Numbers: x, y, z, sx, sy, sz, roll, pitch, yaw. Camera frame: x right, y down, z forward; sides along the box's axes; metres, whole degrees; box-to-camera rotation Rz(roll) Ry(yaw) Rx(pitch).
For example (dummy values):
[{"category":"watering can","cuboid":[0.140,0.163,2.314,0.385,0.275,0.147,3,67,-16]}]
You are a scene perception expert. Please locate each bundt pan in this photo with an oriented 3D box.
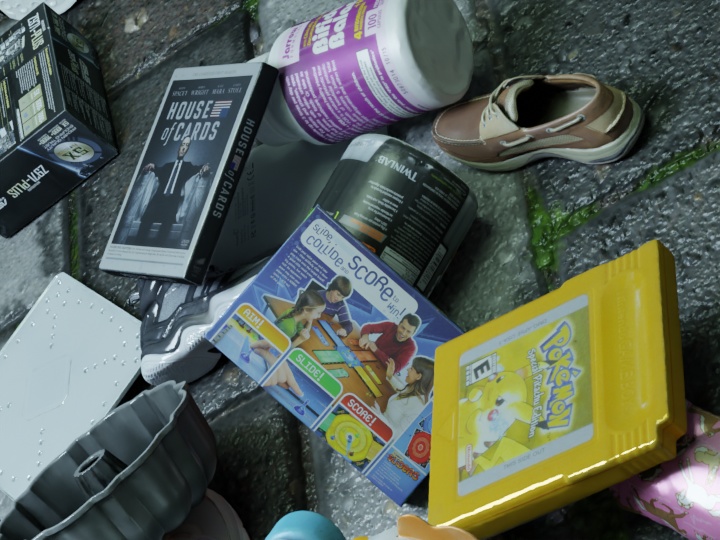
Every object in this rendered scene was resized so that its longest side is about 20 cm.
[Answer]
[{"category":"bundt pan","cuboid":[-0.196,0.182,1.462,0.202,0.076,0.202,-35,14,10]}]

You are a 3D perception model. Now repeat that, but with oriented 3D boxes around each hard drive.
[{"category":"hard drive","cuboid":[-0.061,-0.075,1.664,0.200,0.025,0.132,-26,46,25]}]

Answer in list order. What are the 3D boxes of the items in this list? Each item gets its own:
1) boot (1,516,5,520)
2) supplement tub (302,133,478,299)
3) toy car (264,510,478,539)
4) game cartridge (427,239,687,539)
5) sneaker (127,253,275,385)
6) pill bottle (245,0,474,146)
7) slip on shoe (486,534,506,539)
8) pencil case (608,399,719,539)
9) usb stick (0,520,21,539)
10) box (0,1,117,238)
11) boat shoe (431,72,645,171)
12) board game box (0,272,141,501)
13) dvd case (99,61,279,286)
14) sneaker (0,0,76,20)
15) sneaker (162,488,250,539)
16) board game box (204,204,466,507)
[{"category":"boot","cuboid":[-0.252,0.207,1.568,0.073,0.090,0.200,2,61,42]},{"category":"supplement tub","cuboid":[0.000,0.000,1.480,0.122,0.123,0.200,18,73,47]},{"category":"toy car","cuboid":[0.008,0.217,1.199,0.200,0.177,0.184,-51,0,32]},{"category":"game cartridge","cuboid":[0.133,0.086,1.261,0.200,0.032,0.177,-30,38,32]},{"category":"sneaker","cuboid":[-0.128,0.009,1.603,0.200,0.075,0.114,-36,60,20]},{"category":"pill bottle","cuboid":[-0.010,-0.173,1.585,0.200,0.112,0.112,-16,50,36]},{"category":"slip on shoe","cuboid":[0.098,0.222,1.278,0.060,0.076,0.200,-7,33,-12]},{"category":"pencil case","cuboid":[0.250,0.140,1.185,0.086,0.083,0.200,-40,34,-28]},{"category":"usb stick","cuboid":[-0.273,0.263,1.493,0.055,0.200,0.033,-47,-3,-4]},{"category":"box","cuboid":[-0.359,-0.162,1.947,0.164,0.086,0.200,-36,43,15]},{"category":"boat shoe","cuboid":[0.137,-0.131,1.497,0.200,0.072,0.076,-3,58,40]},{"category":"board game box","cuboid":[-0.289,0.116,1.720,0.200,0.026,0.200,27,79,49]},{"category":"dvd case","cuboid":[-0.151,-0.086,1.591,0.150,0.025,0.200,5,73,53]},{"category":"sneaker","cuboid":[-0.336,-0.381,2.109,0.200,0.081,0.147,-21,40,33]},{"category":"sneaker","cuboid":[-0.146,0.251,1.440,0.081,0.088,0.200,-23,43,27]},{"category":"board game box","cuboid":[-0.001,0.065,1.392,0.135,0.200,0.034,-48,1,0]}]
